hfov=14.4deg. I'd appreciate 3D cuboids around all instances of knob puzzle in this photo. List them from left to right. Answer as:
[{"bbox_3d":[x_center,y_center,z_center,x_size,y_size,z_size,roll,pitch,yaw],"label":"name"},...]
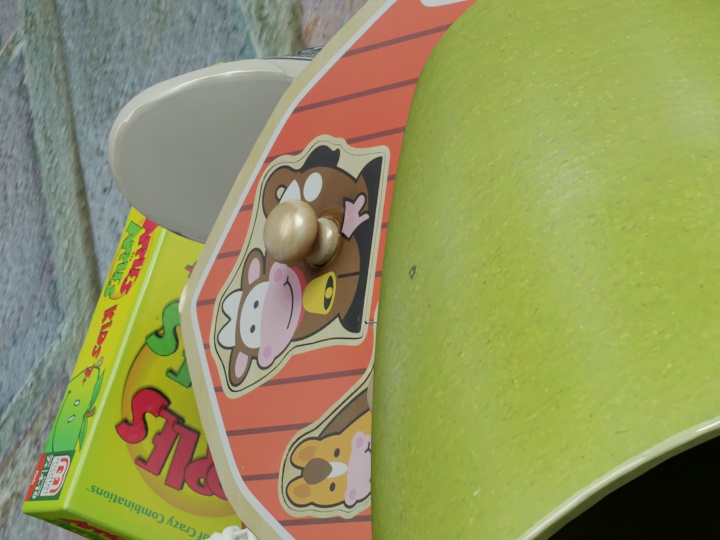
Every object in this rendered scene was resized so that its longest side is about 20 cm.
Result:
[{"bbox_3d":[0.000,0.000,0.842,0.219,0.030,0.221,-25,58,46],"label":"knob puzzle"}]

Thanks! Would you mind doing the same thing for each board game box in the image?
[{"bbox_3d":[-0.058,0.026,1.204,0.048,0.101,0.201,-10,58,60],"label":"board game box"}]

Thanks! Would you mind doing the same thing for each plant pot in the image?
[{"bbox_3d":[0.077,0.022,0.666,0.187,0.187,0.200,-51,36,28],"label":"plant pot"}]

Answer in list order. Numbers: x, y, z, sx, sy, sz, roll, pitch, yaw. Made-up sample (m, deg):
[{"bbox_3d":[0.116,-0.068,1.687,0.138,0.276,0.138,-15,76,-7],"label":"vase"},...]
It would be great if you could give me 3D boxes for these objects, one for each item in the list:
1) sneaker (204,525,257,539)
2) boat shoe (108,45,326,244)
[{"bbox_3d":[-0.028,0.125,1.079,0.200,0.080,0.071,-45,29,34],"label":"sneaker"},{"bbox_3d":[0.001,-0.056,1.082,0.093,0.199,0.075,-119,29,-69],"label":"boat shoe"}]
